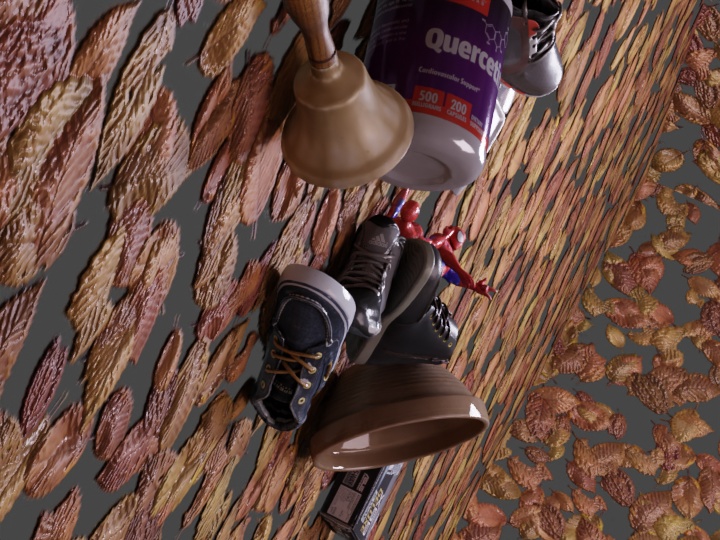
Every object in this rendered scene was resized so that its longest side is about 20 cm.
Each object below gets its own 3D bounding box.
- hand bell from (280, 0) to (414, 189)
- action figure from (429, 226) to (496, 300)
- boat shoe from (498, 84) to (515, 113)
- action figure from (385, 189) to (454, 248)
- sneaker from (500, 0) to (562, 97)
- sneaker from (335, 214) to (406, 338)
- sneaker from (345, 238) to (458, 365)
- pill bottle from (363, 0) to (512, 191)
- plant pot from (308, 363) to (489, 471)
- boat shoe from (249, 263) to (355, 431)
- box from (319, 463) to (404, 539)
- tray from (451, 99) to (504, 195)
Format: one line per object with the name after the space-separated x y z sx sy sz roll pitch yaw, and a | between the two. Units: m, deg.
-0.030 -0.158 1.244 0.104 0.104 0.200 -60 154 -24 | hand bell
0.092 0.032 1.990 0.065 0.099 0.200 99 17 -54 | action figure
0.130 -0.247 1.720 0.093 0.074 0.201 6 98 -60 | boat shoe
0.058 -0.029 1.835 0.099 0.065 0.200 -52 164 -26 | action figure
0.155 -0.231 1.651 0.077 0.082 0.200 -57 136 -17 | sneaker
0.000 0.000 1.660 0.200 0.075 0.116 21 88 -88 | sneaker
0.065 0.032 1.786 0.200 0.106 0.075 125 -36 -53 | sneaker
0.060 -0.173 1.408 0.113 0.112 0.201 80 20 -69 | pill bottle
0.035 0.148 1.908 0.201 0.200 0.093 73 3 -71 | plant pot
-0.054 0.074 1.542 0.201 0.070 0.091 93 20 -64 | boat shoe
0.020 0.242 2.210 0.201 0.050 0.158 -63 167 -14 | box
0.090 -0.167 1.636 0.108 0.022 0.200 -59 144 -21 | tray
